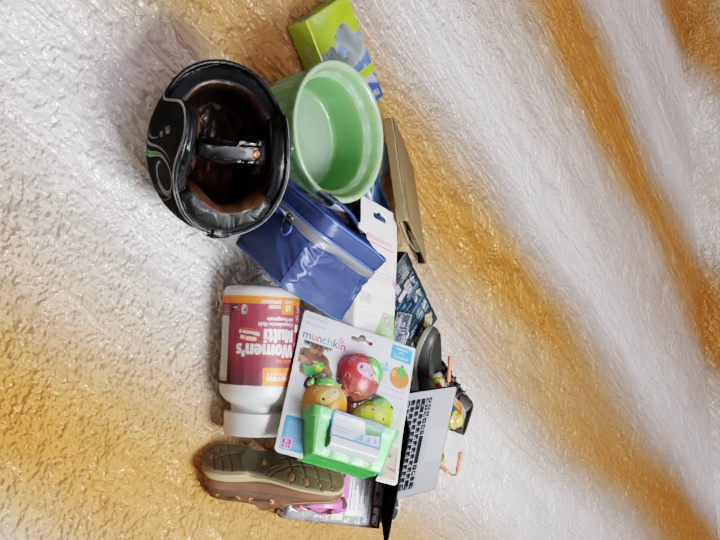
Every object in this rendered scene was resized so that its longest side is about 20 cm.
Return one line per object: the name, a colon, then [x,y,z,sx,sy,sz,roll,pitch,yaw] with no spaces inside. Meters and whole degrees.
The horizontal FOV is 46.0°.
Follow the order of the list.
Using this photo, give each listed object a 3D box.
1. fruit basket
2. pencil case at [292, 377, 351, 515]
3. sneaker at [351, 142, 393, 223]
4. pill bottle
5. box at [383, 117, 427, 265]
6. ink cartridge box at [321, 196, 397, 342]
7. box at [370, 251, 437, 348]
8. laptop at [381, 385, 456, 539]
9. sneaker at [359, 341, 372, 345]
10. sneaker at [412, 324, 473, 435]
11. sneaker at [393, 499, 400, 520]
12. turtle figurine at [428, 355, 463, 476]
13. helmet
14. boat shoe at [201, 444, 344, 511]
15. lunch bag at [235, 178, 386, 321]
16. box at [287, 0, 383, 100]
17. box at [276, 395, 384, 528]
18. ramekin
fruit basket: [-0.012,0.173,1.164,0.183,0.094,0.203,21,68,-18]
pencil case: [-0.061,0.250,1.226,0.093,0.090,0.204,8,77,-46]
sneaker: [-0.002,-0.125,1.400,0.088,0.078,0.204,2,80,-44]
pill bottle: [-0.142,0.125,1.181,0.109,0.108,0.204,7,84,-51]
box: [0.077,-0.132,1.440,0.164,0.021,0.203,58,23,-60]
ink cartridge box: [0.000,0.000,1.301,0.117,0.066,0.204,23,66,-54]
box: [0.050,0.090,1.473,0.201,0.045,0.160,-54,129,-37]
laptop: [0.095,0.296,1.307,0.197,0.115,0.191,-1,109,-39]
sneaker: [-0.013,0.196,1.370,0.116,0.077,0.202,-56,129,-37]
sneaker: [0.153,0.195,1.514,0.075,0.105,0.203,-41,137,-51]
sneaker: [0.045,0.318,1.430,0.090,0.077,0.204,-65,167,-73]
turtle figurine: [0.118,0.244,1.463,0.064,0.159,0.204,-9,96,-52]
helmet: [-0.181,-0.155,1.075,0.196,0.191,0.203,-10,123,-16]
boat shoe: [-0.120,0.291,1.163,0.072,0.196,0.069,-79,176,-63]
lunch bag: [-0.064,-0.038,1.160,0.133,0.136,0.200,-52,147,2]
box: [-0.033,-0.326,1.375,0.122,0.047,0.202,-46,123,-41]
box: [-0.036,0.284,1.299,0.155,0.050,0.204,10,79,-16]
ramekin: [-0.063,-0.197,1.239,0.198,0.096,0.204,1,89,-51]
